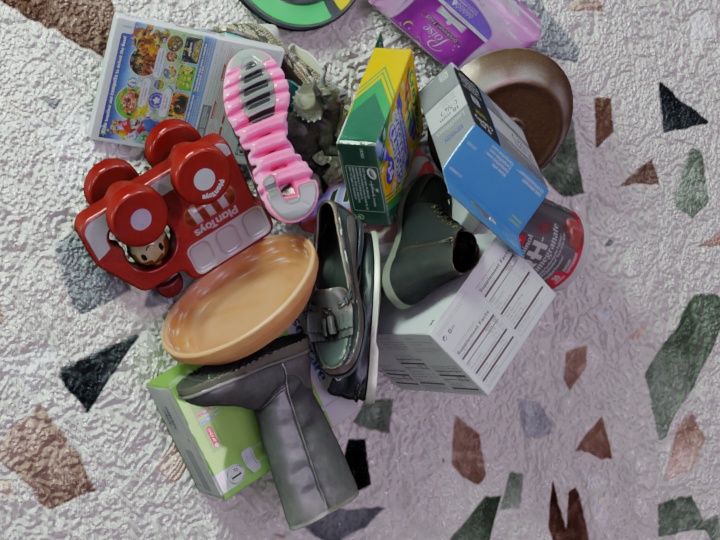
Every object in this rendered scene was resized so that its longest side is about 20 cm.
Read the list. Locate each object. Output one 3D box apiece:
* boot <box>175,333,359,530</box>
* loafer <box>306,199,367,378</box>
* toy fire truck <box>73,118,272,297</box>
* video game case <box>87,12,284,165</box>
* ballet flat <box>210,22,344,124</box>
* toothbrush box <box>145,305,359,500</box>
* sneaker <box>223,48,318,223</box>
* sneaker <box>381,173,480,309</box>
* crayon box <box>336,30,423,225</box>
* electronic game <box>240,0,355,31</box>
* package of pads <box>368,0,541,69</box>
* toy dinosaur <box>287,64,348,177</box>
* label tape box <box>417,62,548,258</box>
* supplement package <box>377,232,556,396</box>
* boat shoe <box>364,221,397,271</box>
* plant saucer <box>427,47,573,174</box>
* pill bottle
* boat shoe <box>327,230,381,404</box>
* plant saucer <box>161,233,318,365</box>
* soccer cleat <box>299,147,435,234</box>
[{"bbox_3d":[-0.099,0.188,1.498,0.180,0.072,0.203,-17,103,-27],"label":"boot"},{"bbox_3d":[-0.034,0.018,1.515,0.063,0.071,0.203,44,40,-56],"label":"loafer"},{"bbox_3d":[-0.207,-0.057,1.511,0.199,0.112,0.169,-34,124,-12],"label":"toy fire truck"},{"bbox_3d":[-0.195,-0.201,1.529,0.198,0.018,0.145,7,113,-26],"label":"video game case"},{"bbox_3d":[-0.095,-0.244,1.607,0.199,0.067,0.076,35,52,-30],"label":"ballet flat"},{"bbox_3d":[-0.123,0.146,1.565,0.199,0.086,0.147,-32,103,-25],"label":"toothbrush box"},{"bbox_3d":[-0.108,-0.145,1.524,0.078,0.095,0.203,-15,86,-11],"label":"sneaker"},{"bbox_3d":[0.098,-0.046,1.580,0.075,0.105,0.202,44,42,-29],"label":"sneaker"},{"bbox_3d":[0.030,-0.170,1.596,0.127,0.051,0.202,77,24,-46],"label":"crayon box"},{"bbox_3d":[-0.079,-0.387,1.623,0.198,0.041,0.203,0,90,-29],"label":"electronic game"},{"bbox_3d":[0.117,-0.321,1.685,0.199,0.120,0.076,36,31,-23],"label":"package of pads"},{"bbox_3d":[-0.072,-0.148,1.595,0.102,0.077,0.200,39,114,-19],"label":"toy dinosaur"},{"bbox_3d":[0.148,-0.130,1.576,0.063,0.201,0.144,-39,126,20],"label":"label tape box"},{"bbox_3d":[0.105,0.052,1.627,0.111,0.199,0.156,45,68,-21],"label":"supplement package"},{"bbox_3d":[0.000,0.000,1.647,0.199,0.072,0.069,-30,123,-36],"label":"boat shoe"},{"bbox_3d":[0.183,-0.180,1.707,0.198,0.037,0.203,-10,126,-14],"label":"plant saucer"},{"bbox_3d":[0.186,-0.052,1.715,0.198,0.110,0.112,20,80,-33],"label":"pill bottle"},{"bbox_3d":[-0.010,0.052,1.564,0.065,0.075,0.202,2,81,-1],"label":"boat shoe"},{"bbox_3d":[-0.128,0.037,1.503,0.200,0.199,0.038,-45,119,-21],"label":"plant saucer"},{"bbox_3d":[0.005,-0.098,1.659,0.198,0.067,0.077,-19,77,-26],"label":"soccer cleat"}]
